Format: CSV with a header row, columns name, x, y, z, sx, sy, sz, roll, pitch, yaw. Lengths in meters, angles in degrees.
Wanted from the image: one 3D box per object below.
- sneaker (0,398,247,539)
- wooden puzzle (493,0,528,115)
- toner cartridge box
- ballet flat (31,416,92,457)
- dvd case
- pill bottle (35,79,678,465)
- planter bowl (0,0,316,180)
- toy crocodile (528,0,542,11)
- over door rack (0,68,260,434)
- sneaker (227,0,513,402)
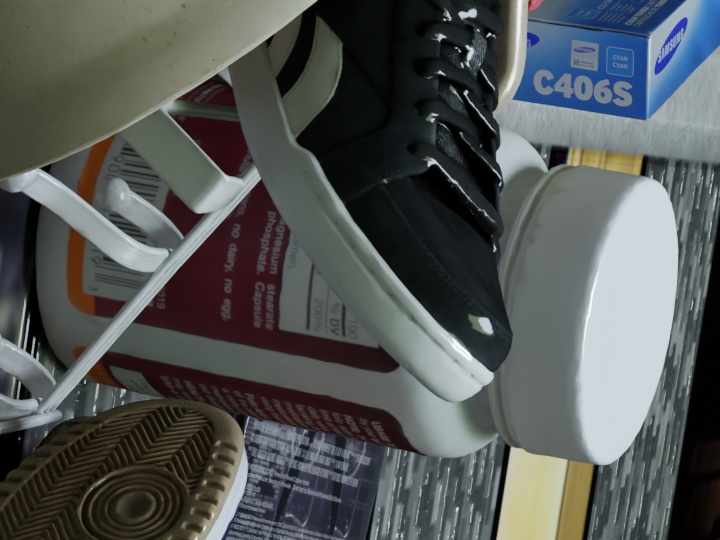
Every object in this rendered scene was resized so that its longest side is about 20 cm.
name,x,y,z,sx,sy,sz,roll,pitch,yaw
sneaker,-0.087,0.137,0.804,0.200,0.070,0.109,-57,147,-39
wooden puzzle,-0.005,-0.164,0.878,0.037,0.184,0.202,-10,112,-41
toner cartridge box,0.129,-0.132,1.313,0.200,0.094,0.043,-44,137,-55
ballet flat,-0.069,0.094,0.956,0.046,0.067,0.200,-52,156,-13
dvd case,-0.015,0.037,1.147,0.149,0.016,0.202,26,77,-65
pill bottle,0.000,0.000,0.931,0.114,0.199,0.115,11,90,-67
planter bowl,-0.083,-0.136,0.726,0.135,0.199,0.201,55,44,-24
toy crocodile,0.054,-0.120,0.972,0.200,0.067,0.062,-35,126,-45
over door rack,-0.088,-0.008,0.793,0.148,0.067,0.200,-48,-179,12
sneaker,0.022,-0.066,0.748,0.073,0.112,0.201,41,17,-46
